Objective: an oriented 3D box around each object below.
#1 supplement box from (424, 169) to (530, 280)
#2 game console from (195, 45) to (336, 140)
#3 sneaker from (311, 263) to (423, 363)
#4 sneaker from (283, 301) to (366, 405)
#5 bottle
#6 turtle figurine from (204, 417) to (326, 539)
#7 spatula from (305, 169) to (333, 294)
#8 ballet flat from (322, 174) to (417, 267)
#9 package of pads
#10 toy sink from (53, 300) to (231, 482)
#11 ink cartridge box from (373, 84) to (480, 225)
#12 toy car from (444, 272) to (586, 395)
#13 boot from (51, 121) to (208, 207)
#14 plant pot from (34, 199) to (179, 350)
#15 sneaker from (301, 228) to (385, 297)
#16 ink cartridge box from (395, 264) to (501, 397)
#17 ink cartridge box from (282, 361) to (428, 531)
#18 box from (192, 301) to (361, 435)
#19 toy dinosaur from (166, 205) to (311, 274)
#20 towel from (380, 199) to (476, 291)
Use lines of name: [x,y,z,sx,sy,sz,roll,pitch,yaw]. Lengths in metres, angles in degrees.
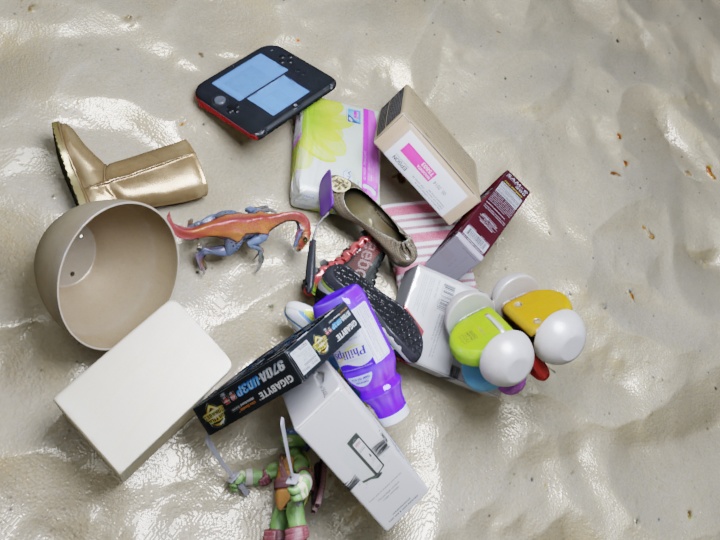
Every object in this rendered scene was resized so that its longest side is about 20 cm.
supplement box: [0.200,-0.073,1.230,0.061,0.109,0.200,43,53,-1]
game console: [-0.165,-0.311,1.239,0.175,0.031,0.199,32,58,29]
sneaker: [0.008,0.074,1.096,0.199,0.083,0.072,43,34,8]
sneaker: [-0.059,0.143,1.084,0.200,0.075,0.105,45,67,-10]
bottle: [0.007,0.123,1.032,0.065,0.082,0.203,-35,101,-49]
turtle figurine: [-0.125,0.308,0.966,0.140,0.200,0.199,-9,71,14]
spatula: [-0.066,-0.058,1.122,0.020,0.056,0.205,18,65,-18]
ballet flat: [0.018,-0.087,1.159,0.067,0.047,0.200,-38,78,-29]
package of pads: [-0.043,-0.196,1.253,0.151,0.068,0.205,9,64,-17]
toy sink: [-0.289,0.163,0.984,0.130,0.112,0.200,44,65,4]
ink cartridge box: [0.116,-0.200,1.239,0.200,0.075,0.166,46,26,-18]
toy car: [0.226,0.111,1.076,0.196,0.153,0.175,-19,33,-15]
boot: [-0.361,-0.169,1.132,0.197,0.066,0.179,-21,88,-26]
plant pot: [-0.369,-0.008,1.003,0.132,0.203,0.201,17,54,32]
sneaker: [0.000,0.000,1.182,0.199,0.071,0.098,-38,83,-27]
ink cartridge box: [0.147,0.099,1.167,0.196,0.083,0.150,23,78,-9]
ink cartridge box: [-0.012,0.231,0.992,0.084,0.146,0.201,-40,107,-4]
box: [-0.110,0.130,0.962,0.046,0.198,0.159,55,33,-2]
toy dinosaur: [-0.169,-0.053,1.106,0.177,0.200,0.108,-15,87,8]
towel: [0.117,-0.030,1.264,0.143,0.030,0.205,-5,69,-19]
